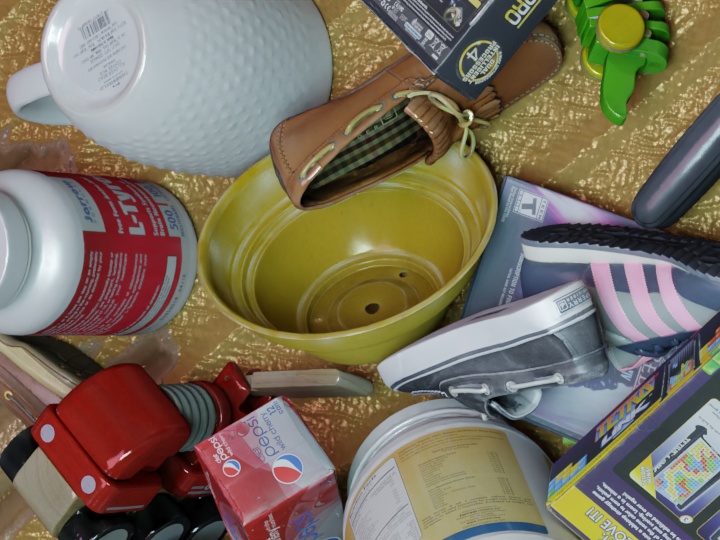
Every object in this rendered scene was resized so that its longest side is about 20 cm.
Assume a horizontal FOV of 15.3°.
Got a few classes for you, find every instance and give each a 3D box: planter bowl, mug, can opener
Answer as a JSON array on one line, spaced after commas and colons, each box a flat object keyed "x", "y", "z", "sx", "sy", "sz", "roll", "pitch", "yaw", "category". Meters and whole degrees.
[{"x": 0.000, "y": 0.000, "z": 1.736, "sx": 0.199, "sy": 0.084, "sz": 0.201, "roll": -11, "pitch": 42, "yaw": 10, "category": "planter bowl"}, {"x": -0.147, "y": -0.134, "z": 1.802, "sx": 0.199, "sy": 0.175, "sz": 0.149, "roll": -14, "pitch": 81, "yaw": 31, "category": "mug"}, {"x": 0.237, "y": -0.100, "z": 1.611, "sx": 0.200, "sy": 0.063, "sz": 0.079, "roll": -44, "pitch": 67, "yaw": 11, "category": "can opener"}]

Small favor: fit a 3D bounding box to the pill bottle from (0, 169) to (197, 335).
[{"x": -0.209, "y": -0.011, "z": 1.824, "sx": 0.112, "sy": 0.200, "sz": 0.113, "roll": -1, "pitch": 89, "yaw": 32, "category": "pill bottle"}]

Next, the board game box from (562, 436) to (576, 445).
[{"x": 0.216, "y": 0.058, "z": 1.655, "sx": 0.199, "sy": 0.030, "sz": 0.096, "roll": -4, "pitch": 84, "yaw": 35, "category": "board game box"}]

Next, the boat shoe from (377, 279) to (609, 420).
[{"x": 0.082, "y": 0.060, "z": 1.633, "sx": 0.200, "sy": 0.072, "sz": 0.068, "roll": -22, "pitch": 92, "yaw": 53, "category": "boat shoe"}]

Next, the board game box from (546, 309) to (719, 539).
[{"x": 0.236, "y": 0.137, "z": 1.565, "sx": 0.200, "sy": 0.057, "sz": 0.165, "roll": 41, "pitch": 115, "yaw": -12, "category": "board game box"}]

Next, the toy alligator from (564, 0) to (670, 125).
[{"x": 0.158, "y": -0.188, "z": 1.688, "sx": 0.054, "sy": 0.059, "sz": 0.201, "roll": -9, "pitch": 71, "yaw": -11, "category": "toy alligator"}]

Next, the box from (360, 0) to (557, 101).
[{"x": 0.062, "y": -0.222, "z": 1.693, "sx": 0.161, "sy": 0.049, "sz": 0.200, "roll": -52, "pitch": 42, "yaw": 9, "category": "box"}]

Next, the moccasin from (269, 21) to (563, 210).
[{"x": 0.039, "y": -0.099, "z": 1.710, "sx": 0.200, "sy": 0.074, "sz": 0.078, "roll": -23, "pitch": 44, "yaw": -4, "category": "moccasin"}]

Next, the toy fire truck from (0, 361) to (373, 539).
[{"x": -0.109, "y": 0.104, "z": 1.772, "sx": 0.129, "sy": 0.176, "sz": 0.200, "roll": 48, "pitch": 112, "yaw": 24, "category": "toy fire truck"}]

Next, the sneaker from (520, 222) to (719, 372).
[{"x": 0.187, "y": 0.024, "z": 1.612, "sx": 0.199, "sy": 0.070, "sz": 0.083, "roll": 11, "pitch": 108, "yaw": 35, "category": "sneaker"}]

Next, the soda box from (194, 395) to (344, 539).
[{"x": -0.053, "y": 0.152, "z": 1.721, "sx": 0.070, "sy": 0.200, "sz": 0.064, "roll": -31, "pitch": 68, "yaw": -9, "category": "soda box"}]

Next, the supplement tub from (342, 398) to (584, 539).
[{"x": 0.068, "y": 0.179, "z": 1.631, "sx": 0.145, "sy": 0.144, "sz": 0.200, "roll": -57, "pitch": 22, "yaw": 17, "category": "supplement tub"}]

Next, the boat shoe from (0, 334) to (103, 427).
[{"x": -0.269, "y": 0.061, "z": 1.935, "sx": 0.200, "sy": 0.072, "sz": 0.068, "roll": 34, "pitch": 104, "yaw": 26, "category": "boat shoe"}]

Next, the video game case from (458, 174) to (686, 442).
[{"x": 0.153, "y": 0.038, "z": 1.673, "sx": 0.199, "sy": 0.019, "sz": 0.144, "roll": 22, "pitch": 97, "yaw": 33, "category": "video game case"}]
